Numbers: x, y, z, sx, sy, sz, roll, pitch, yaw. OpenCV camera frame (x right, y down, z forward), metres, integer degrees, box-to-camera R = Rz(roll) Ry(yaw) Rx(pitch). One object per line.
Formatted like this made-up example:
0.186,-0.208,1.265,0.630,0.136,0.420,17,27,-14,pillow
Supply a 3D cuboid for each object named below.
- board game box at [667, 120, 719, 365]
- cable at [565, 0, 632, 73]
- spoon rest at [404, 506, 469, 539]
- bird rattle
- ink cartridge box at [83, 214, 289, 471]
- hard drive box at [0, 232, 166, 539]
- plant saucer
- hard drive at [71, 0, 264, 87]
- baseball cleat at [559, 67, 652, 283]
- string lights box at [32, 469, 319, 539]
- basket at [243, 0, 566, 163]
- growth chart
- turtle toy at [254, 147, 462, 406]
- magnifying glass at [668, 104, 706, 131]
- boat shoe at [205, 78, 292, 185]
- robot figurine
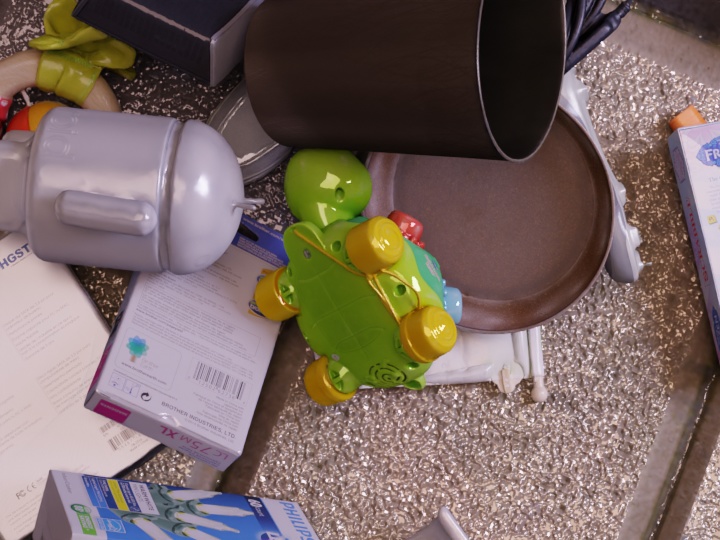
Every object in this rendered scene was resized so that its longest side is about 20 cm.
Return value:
0.361,-0.032,1.354,0.198,0.041,0.202,-11,83,-5,board game box
0.102,-0.209,1.333,0.200,0.051,0.164,-40,87,1,cable
0.000,0.253,1.319,0.199,0.061,0.100,-36,83,7,spoon rest
-0.260,-0.120,1.335,0.199,0.113,0.164,-24,101,-3,bird rattle
-0.123,0.040,1.304,0.119,0.042,0.201,26,55,-14,ink cartridge box
-0.255,0.086,1.314,0.155,0.077,0.201,-33,85,-6,hard drive box
0.098,-0.051,1.316,0.198,0.032,0.202,5,108,15,plant saucer
-0.125,-0.234,1.328,0.134,0.042,0.201,27,45,1,hard drive
0.154,-0.073,1.364,0.105,0.070,0.202,-18,73,1,baseball cleat
-0.130,0.205,1.251,0.198,0.103,0.059,11,106,-24,string lights box
0.028,-0.151,1.228,0.198,0.136,0.181,-3,50,29,basket
0.051,0.029,1.364,0.198,0.018,0.146,2,82,-2,growth chart
0.000,0.000,1.290,0.101,0.145,0.201,-35,97,-48,turtle toy
0.318,-0.047,1.383,0.079,0.022,0.201,-36,84,-6,magnifying glass
-0.054,-0.148,1.357,0.201,0.072,0.070,-45,86,-8,boat shoe
-0.171,-0.057,1.252,0.198,0.170,0.114,6,109,1,robot figurine
